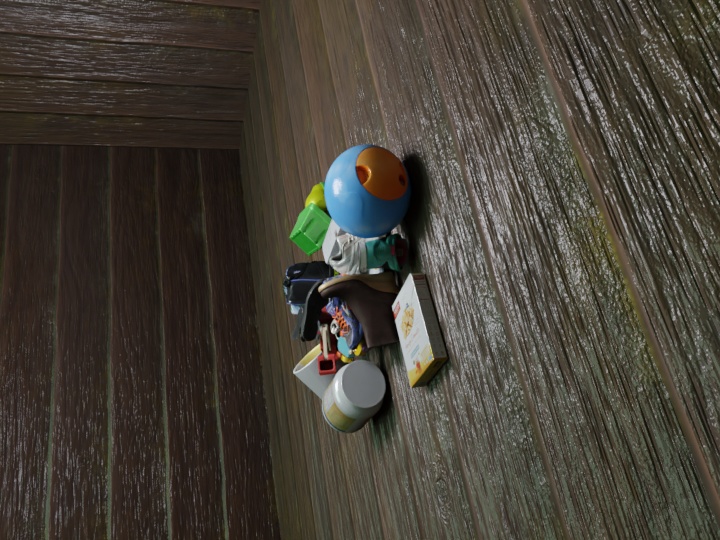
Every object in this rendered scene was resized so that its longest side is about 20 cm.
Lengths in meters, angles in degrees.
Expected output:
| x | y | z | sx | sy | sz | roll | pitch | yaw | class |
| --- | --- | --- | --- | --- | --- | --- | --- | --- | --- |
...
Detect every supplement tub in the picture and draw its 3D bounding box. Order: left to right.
| x | y | z | sx | sy | sz | roll | pitch | yaw | class |
| --- | --- | --- | --- | --- | --- | --- | --- | --- | --- |
| -0.017 | 0.333 | 1.608 | 0.201 | 0.140 | 0.149 | 119 | 144 | -56 | supplement tub |

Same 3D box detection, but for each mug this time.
| x | y | z | sx | sy | sz | roll | pitch | yaw | class |
| --- | --- | --- | --- | --- | --- | --- | --- | --- | --- |
| -0.092 | 0.305 | 1.851 | 0.154 | 0.187 | 0.148 | 50 | 137 | -6 | mug |

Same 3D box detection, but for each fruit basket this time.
| x | y | z | sx | sy | sz | roll | pitch | yaw | class |
| --- | --- | --- | --- | --- | --- | --- | --- | --- | --- |
| -0.130 | -0.170 | 1.961 | 0.216 | 0.155 | 0.216 | -48 | 10 | 11 | fruit basket |

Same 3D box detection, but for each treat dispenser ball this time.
| x | y | z | sx | sy | sz | roll | pitch | yaw | class |
| --- | --- | --- | --- | --- | --- | --- | --- | --- | --- |
| 0.016 | -0.176 | 1.358 | 0.200 | 0.194 | 0.208 | 178 | 90 | -71 | treat dispenser ball |

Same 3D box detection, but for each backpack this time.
| x | y | z | sx | sy | sz | roll | pitch | yaw | class |
| --- | --- | --- | --- | --- | --- | --- | --- | --- | --- |
| -0.160 | 0.055 | 1.954 | 0.201 | 0.176 | 0.152 | -111 | 20 | -70 | backpack |

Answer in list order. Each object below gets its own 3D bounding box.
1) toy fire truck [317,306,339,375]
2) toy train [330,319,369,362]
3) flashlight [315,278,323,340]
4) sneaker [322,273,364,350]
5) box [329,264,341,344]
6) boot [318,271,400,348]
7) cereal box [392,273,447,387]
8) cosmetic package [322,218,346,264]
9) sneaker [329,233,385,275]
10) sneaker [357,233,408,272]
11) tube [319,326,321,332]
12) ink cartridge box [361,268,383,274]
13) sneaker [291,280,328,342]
| x | y | z | sx | sy | sz | roll | pitch | yaw | class |
| --- | --- | --- | --- | --- | --- | --- | --- | --- | --- |
| -0.092 | 0.190 | 1.664 | 0.142 | 0.047 | 0.206 | 75 | -172 | -70 | toy fire truck |
| -0.006 | 0.147 | 1.547 | 0.200 | 0.054 | 0.155 | -44 | 51 | 51 | toy train |
| -0.120 | 0.121 | 1.836 | 0.069 | 0.066 | 0.204 | -96 | 8 | -47 | flashlight |
| -0.047 | 0.103 | 1.490 | 0.076 | 0.076 | 0.204 | -54 | 45 | 44 | sneaker |
| -0.056 | 0.091 | 1.717 | 0.202 | 0.046 | 0.198 | -96 | -3 | -62 | box |
| 0.005 | 0.097 | 1.428 | 0.072 | 0.193 | 0.172 | 120 | 142 | -76 | boot |
| 0.123 | 0.130 | 1.317 | 0.145 | 0.038 | 0.205 | 114 | 148 | -53 | cereal box |
| -0.039 | -0.120 | 1.659 | 0.103 | 0.072 | 0.205 | -111 | 36 | -57 | cosmetic package |
| -0.008 | -0.071 | 1.528 | 0.202 | 0.098 | 0.078 | -55 | 25 | 15 | sneaker |
| 0.052 | -0.040 | 1.408 | 0.200 | 0.116 | 0.087 | -100 | 6 | -88 | sneaker |
| -0.077 | 0.182 | 1.849 | 0.200 | 0.049 | 0.080 | 46 | -138 | -76 | tube |
| 0.029 | 0.086 | 1.567 | 0.198 | 0.040 | 0.207 | -16 | 79 | 58 | ink cartridge box |
| -0.140 | 0.112 | 1.667 | 0.104 | 0.058 | 0.206 | -136 | 60 | -66 | sneaker |
